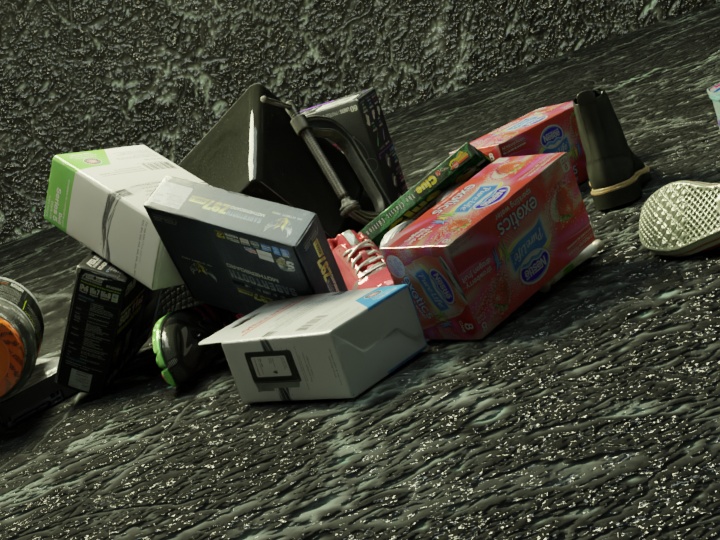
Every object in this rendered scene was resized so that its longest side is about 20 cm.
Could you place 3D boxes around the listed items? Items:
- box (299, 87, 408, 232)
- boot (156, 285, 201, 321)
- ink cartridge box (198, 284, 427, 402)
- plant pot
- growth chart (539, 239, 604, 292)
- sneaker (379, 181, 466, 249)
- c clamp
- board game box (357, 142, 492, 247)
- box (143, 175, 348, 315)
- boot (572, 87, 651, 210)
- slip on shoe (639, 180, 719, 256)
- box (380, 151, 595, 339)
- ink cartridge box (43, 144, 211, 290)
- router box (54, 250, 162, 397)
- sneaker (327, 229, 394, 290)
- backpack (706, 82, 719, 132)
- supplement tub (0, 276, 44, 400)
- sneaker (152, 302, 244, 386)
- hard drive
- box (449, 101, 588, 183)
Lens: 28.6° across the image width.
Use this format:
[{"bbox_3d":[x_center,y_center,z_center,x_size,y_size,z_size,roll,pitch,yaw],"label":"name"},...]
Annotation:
[{"bbox_3d":[-0.015,-0.129,1.911,0.121,0.202,0.106,-16,11,18],"label":"box"},{"bbox_3d":[-0.271,0.034,1.938,0.198,0.071,0.132,-18,5,-16],"label":"boot"},{"bbox_3d":[-0.049,0.072,1.353,0.199,0.069,0.116,-7,16,46],"label":"ink cartridge box"},{"bbox_3d":[-0.122,-0.071,1.772,0.199,0.199,0.178,-43,25,21],"label":"plant pot"},{"bbox_3d":[0.160,-0.003,1.491,0.199,0.018,0.144,-7,16,47],"label":"growth chart"},{"bbox_3d":[0.121,-0.055,1.633,0.199,0.076,0.113,-33,9,-34],"label":"sneaker"},{"bbox_3d":[-0.034,-0.130,1.761,0.027,0.201,0.170,-38,-12,24],"label":"c clamp"},{"bbox_3d":[0.072,-0.079,1.726,0.199,0.024,0.105,-39,-18,13],"label":"board game box"},{"bbox_3d":[-0.114,-0.011,1.474,0.198,0.158,0.051,16,58,29],"label":"box"},{"bbox_3d":[0.298,-0.163,1.706,0.077,0.140,0.200,-17,11,10],"label":"boot"},{"bbox_3d":[0.337,-0.050,1.319,0.061,0.075,0.199,15,-16,-32],"label":"slip on shoe"},{"bbox_3d":[0.127,-0.025,1.372,0.094,0.104,0.199,-1,28,48],"label":"box"},{"bbox_3d":[-0.244,-0.064,1.627,0.199,0.085,0.145,31,27,32],"label":"ink cartridge box"},{"bbox_3d":[-0.287,0.037,1.673,0.061,0.152,0.200,17,22,4],"label":"router box"},{"bbox_3d":[0.000,0.000,1.561,0.073,0.088,0.200,-24,11,-17],"label":"sneaker"},{"bbox_3d":[0.480,-0.197,1.560,0.176,0.152,0.200,-22,6,-7],"label":"backpack"},{"bbox_3d":[-0.432,0.081,1.636,0.121,0.124,0.200,-20,11,-6],"label":"supplement tub"},{"bbox_3d":[-0.161,0.065,1.562,0.083,0.078,0.200,-17,12,31],"label":"sneaker"},{"bbox_3d":[-0.430,0.149,1.723,0.139,0.038,0.199,-29,15,-39],"label":"hard drive"},{"bbox_3d":[0.221,-0.143,1.844,0.199,0.101,0.095,-28,14,-39],"label":"box"}]
